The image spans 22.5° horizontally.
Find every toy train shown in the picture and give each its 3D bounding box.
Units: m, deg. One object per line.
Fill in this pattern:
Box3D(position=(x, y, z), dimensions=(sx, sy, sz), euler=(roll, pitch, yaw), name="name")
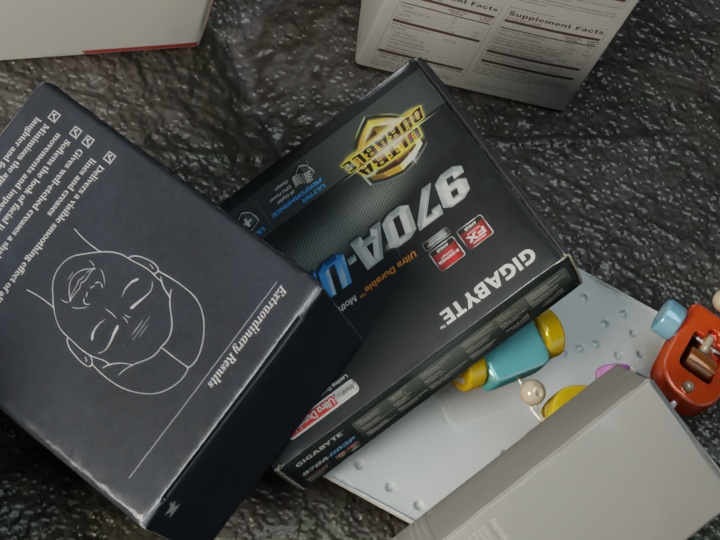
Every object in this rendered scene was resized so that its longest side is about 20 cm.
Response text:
Box3D(position=(0.131, 0.046, 1.070), dimensions=(0.199, 0.056, 0.151), euler=(30, 60, -4), name="toy train")

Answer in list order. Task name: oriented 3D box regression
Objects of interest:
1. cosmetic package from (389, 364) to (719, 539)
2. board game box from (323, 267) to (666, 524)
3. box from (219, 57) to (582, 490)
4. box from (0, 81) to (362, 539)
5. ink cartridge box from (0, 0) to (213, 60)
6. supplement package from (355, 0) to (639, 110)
Box3D(position=(0.092, 0.142, 0.963), dimensions=(0.199, 0.107, 0.091), euler=(-35, 92, 2), name="cosmetic package")
Box3D(position=(0.066, 0.068, 1.084), dimensions=(0.199, 0.026, 0.201), euler=(28, 62, -2), name="board game box")
Box3D(position=(0.000, 0.000, 1.019), dimensions=(0.199, 0.046, 0.159), euler=(-36, 63, 3), name="box")
Box3D(position=(-0.125, 0.026, 0.954), dimensions=(0.199, 0.107, 0.149), euler=(36, 84, 20), name="box")
Box3D(position=(-0.179, -0.241, 1.126), dimensions=(0.143, 0.084, 0.202), euler=(-6, 68, -17), name="ink cartridge box")
Box3D(position=(0.097, -0.228, 1.131), dimensions=(0.149, 0.200, 0.153), euler=(11, 62, -11), name="supplement package")
